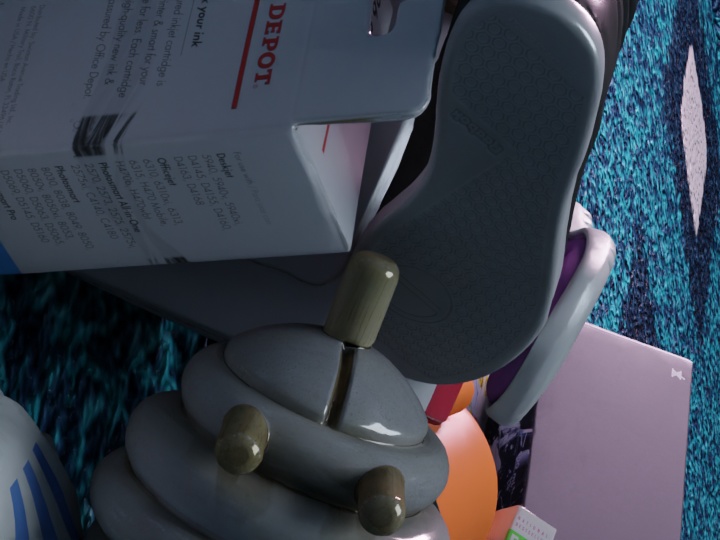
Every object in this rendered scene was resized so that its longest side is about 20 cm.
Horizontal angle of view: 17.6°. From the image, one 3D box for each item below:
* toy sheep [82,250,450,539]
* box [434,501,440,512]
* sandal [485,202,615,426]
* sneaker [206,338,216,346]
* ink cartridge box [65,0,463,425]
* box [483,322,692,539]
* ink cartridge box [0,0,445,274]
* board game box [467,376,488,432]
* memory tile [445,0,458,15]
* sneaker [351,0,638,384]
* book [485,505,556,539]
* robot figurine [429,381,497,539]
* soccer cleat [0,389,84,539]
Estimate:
[{"bbox_3d":[-0.030,0.088,0.782,0.200,0.138,0.138,-62,168,10],"label":"toy sheep"},{"bbox_3d":[-0.029,0.172,0.980,0.159,0.049,0.200,-35,136,-20],"label":"box"},{"bbox_3d":[0.058,0.009,0.906,0.083,0.050,0.203,-63,-179,7],"label":"sandal"},{"bbox_3d":[0.000,0.000,1.126,0.087,0.074,0.200,41,50,-10],"label":"sneaker"},{"bbox_3d":[-0.026,-0.036,0.942,0.145,0.145,0.200,-68,163,-3],"label":"ink cartridge box"},{"bbox_3d":[0.113,0.162,1.420,0.182,0.104,0.200,123,-18,-49],"label":"box"},{"bbox_3d":[-0.059,-0.065,0.791,0.067,0.199,0.116,67,26,-48],"label":"ink cartridge box"},{"bbox_3d":[0.032,0.020,1.383,0.196,0.056,0.200,71,23,-48],"label":"board game box"},{"bbox_3d":[0.000,-0.134,0.917,0.017,0.200,0.153,-51,148,3],"label":"memory tile"},{"bbox_3d":[0.051,-0.047,0.800,0.200,0.070,0.099,108,5,-48],"label":"sneaker"},{"bbox_3d":[0.022,0.220,1.142,0.134,0.048,0.200,-40,-159,53],"label":"book"},{"bbox_3d":[-0.007,0.113,1.103,0.200,0.143,0.117,-17,92,-66],"label":"robot figurine"},{"bbox_3d":[-0.141,0.068,0.745,0.200,0.070,0.087,60,23,-70],"label":"soccer cleat"}]
